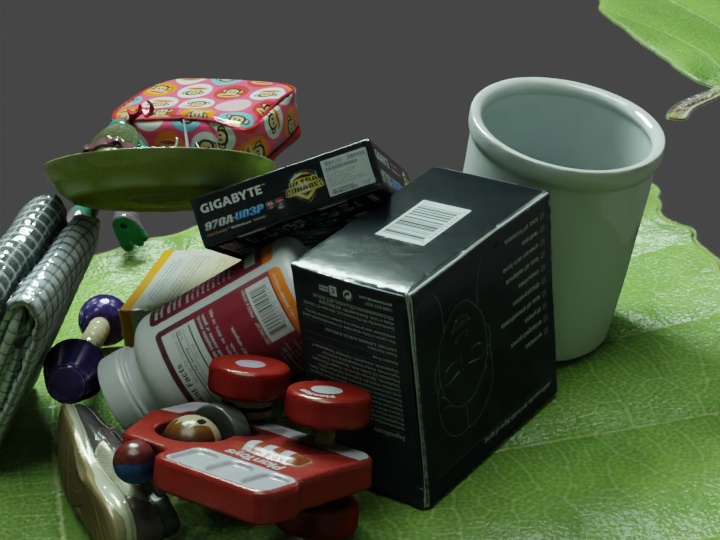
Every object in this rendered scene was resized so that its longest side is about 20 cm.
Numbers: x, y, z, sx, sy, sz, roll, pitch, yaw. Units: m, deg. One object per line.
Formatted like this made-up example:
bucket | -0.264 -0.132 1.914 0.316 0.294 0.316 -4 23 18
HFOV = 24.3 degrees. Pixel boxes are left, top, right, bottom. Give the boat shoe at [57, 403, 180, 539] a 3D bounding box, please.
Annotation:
boat shoe | -0.198 0.167 1.347 0.065 0.072 0.200 -5 22 -23

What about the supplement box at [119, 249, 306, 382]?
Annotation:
supplement box | -0.106 0.041 1.552 0.199 0.074 0.126 2 28 16

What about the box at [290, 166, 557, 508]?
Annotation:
box | 0.059 0.049 1.367 0.124 0.197 0.200 15 34 36

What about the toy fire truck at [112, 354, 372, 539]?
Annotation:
toy fire truck | -0.094 0.139 1.270 0.200 0.112 0.168 14 13 36

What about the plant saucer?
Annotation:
plant saucer | -0.173 -0.075 1.444 0.199 0.031 0.200 -2 -6 0

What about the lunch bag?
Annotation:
lunch bag | -0.176 -0.179 1.979 0.200 0.082 0.176 6 29 23

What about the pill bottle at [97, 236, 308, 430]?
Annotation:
pill bottle | -0.117 0.065 1.419 0.200 0.113 0.113 -29 26 10

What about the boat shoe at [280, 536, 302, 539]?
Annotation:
boat shoe | -0.045 0.238 1.170 0.073 0.068 0.199 -30 9 -18

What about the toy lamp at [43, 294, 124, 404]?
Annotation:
toy lamp | -0.246 0.073 1.503 0.058 0.058 0.200 -5 13 3

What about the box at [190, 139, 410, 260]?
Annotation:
box | -0.042 -0.054 1.451 0.159 0.046 0.200 -18 -8 10

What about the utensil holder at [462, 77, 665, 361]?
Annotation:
utensil holder | 0.165 -0.045 1.486 0.169 0.200 0.170 6 34 -4

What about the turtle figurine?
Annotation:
turtle figurine | -0.263 -0.104 1.826 0.149 0.101 0.200 -22 36 27

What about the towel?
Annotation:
towel | -0.309 0.051 1.444 0.085 0.200 0.166 26 31 -5
